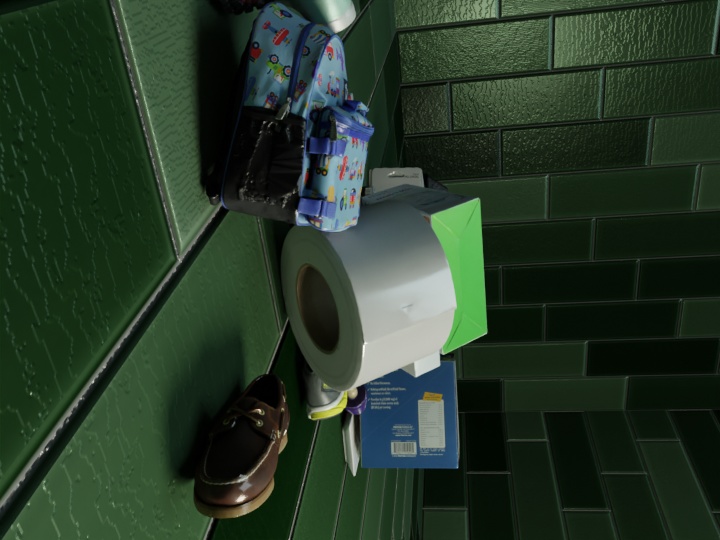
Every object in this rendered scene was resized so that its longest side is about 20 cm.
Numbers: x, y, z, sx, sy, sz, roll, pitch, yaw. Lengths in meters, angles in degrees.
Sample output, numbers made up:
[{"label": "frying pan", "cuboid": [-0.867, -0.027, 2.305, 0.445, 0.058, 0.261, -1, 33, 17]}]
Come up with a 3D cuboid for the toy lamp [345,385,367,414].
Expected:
[{"label": "toy lamp", "cuboid": [-0.023, 0.191, 1.157, 0.203, 0.056, 0.059, 76, 14, -48]}]

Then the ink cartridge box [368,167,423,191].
[{"label": "ink cartridge box", "cuboid": [0.104, -0.198, 1.797, 0.200, 0.140, 0.086, 62, 29, -70]}]

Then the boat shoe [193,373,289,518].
[{"label": "boat shoe", "cuboid": [-0.105, 0.149, 0.599, 0.200, 0.068, 0.073, -87, -179, -83]}]

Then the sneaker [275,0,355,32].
[{"label": "sneaker", "cuboid": [-0.076, -0.345, 0.701, 0.201, 0.073, 0.120, 48, -13, 41]}]

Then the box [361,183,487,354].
[{"label": "box", "cuboid": [0.094, -0.011, 0.972, 0.175, 0.095, 0.206, 22, -56, 53]}]

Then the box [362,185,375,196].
[{"label": "box", "cuboid": [0.025, -0.082, 1.586, 0.137, 0.039, 0.207, 57, 31, -71]}]

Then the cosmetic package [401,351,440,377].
[{"label": "cosmetic package", "cuboid": [0.033, 0.043, 0.955, 0.198, 0.051, 0.155, 24, -53, 54]}]

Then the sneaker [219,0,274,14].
[{"label": "sneaker", "cuboid": [-0.123, -0.311, 0.594, 0.200, 0.078, 0.077, 124, -52, -83]}]

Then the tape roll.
[{"label": "tape roll", "cuboid": [0.003, 0.028, 0.813, 0.202, 0.136, 0.209, 35, -47, 49]}]

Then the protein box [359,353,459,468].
[{"label": "protein box", "cuboid": [0.100, 0.279, 1.332, 0.135, 0.192, 0.207, 12, 76, -81]}]

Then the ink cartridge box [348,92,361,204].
[{"label": "ink cartridge box", "cuboid": [-0.043, -0.154, 0.990, 0.146, 0.081, 0.207, -88, 172, -73]}]

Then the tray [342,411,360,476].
[{"label": "tray", "cuboid": [-0.011, 0.304, 1.310, 0.201, 0.021, 0.111, -66, 151, -71]}]

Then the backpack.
[{"label": "backpack", "cuboid": [-0.057, -0.151, 0.665, 0.182, 0.130, 0.207, -13, 114, -80]}]

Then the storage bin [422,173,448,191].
[{"label": "storage bin", "cuboid": [0.166, -0.179, 1.994, 0.092, 0.198, 0.139, 24, 53, -32]}]

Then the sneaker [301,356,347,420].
[{"label": "sneaker", "cuboid": [-0.043, 0.133, 0.985, 0.201, 0.072, 0.087, -80, 160, -65]}]
